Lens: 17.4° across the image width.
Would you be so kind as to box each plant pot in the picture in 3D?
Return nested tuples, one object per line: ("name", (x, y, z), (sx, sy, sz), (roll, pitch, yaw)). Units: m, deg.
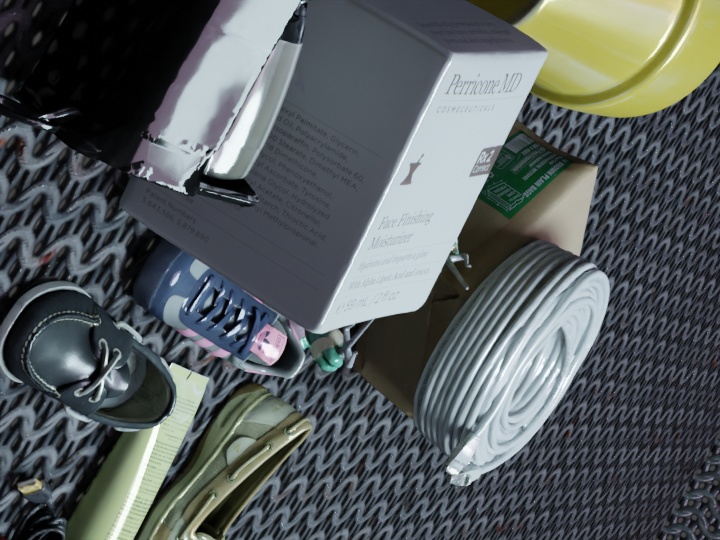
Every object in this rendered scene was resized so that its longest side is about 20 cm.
("plant pot", (0.146, -0.217, 1.675), (0.189, 0.201, 0.201), (4, 119, -51))

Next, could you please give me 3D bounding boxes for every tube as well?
("tube", (-0.172, 0.159, 1.701), (0.200, 0.052, 0.058), (-60, -159, 0))

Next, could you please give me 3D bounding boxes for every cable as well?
("cable", (0.125, 0.071, 1.920), (0.200, 0.069, 0.200), (-5, 124, -64))

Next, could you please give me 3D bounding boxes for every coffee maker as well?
("coffee maker", (-0.090, -0.153, 1.287), (0.200, 0.135, 0.192), (-62, 159, 12))

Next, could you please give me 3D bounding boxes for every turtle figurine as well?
("turtle figurine", (0.000, 0.000, 1.717), (0.150, 0.101, 0.200), (-35, -176, -19))

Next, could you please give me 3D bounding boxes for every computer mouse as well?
("computer mouse", (-0.254, 0.197, 1.558), (0.141, 0.046, 0.200), (-54, 160, -4))

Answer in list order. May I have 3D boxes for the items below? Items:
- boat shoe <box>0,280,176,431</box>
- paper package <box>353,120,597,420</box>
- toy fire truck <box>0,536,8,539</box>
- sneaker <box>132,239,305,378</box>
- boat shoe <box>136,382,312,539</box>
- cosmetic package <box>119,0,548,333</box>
("boat shoe", (-0.172, 0.059, 1.521), (0.076, 0.060, 0.200), (-58, 160, 2))
("paper package", (0.096, 0.000, 1.991), (0.200, 0.103, 0.191), (-43, 156, -32))
("toy fire truck", (-0.252, 0.152, 1.339), (0.129, 0.176, 0.200), (-2, 108, -65))
("sneaker", (-0.090, 0.027, 1.629), (0.070, 0.082, 0.200), (-55, 160, 1))
("boat shoe", (-0.114, 0.187, 1.844), (0.201, 0.063, 0.073), (-57, 160, 0))
("cosmetic package", (-0.016, -0.091, 1.503), (0.165, 0.165, 0.200), (-13, 133, -64))
